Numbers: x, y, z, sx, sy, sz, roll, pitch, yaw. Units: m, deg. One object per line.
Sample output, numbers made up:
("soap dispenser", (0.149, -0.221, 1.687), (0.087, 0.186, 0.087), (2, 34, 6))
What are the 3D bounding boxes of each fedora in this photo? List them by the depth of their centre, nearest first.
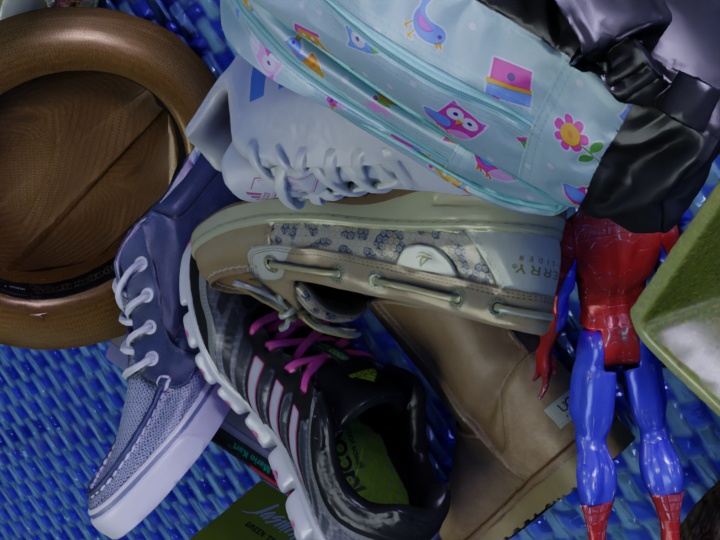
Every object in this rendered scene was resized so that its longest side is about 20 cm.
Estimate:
("fedora", (-0.164, -0.056, 1.061), (0.082, 0.200, 0.201), (-115, 4, -65))

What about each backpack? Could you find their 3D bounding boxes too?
("backpack", (0.044, -0.106, 0.657), (0.200, 0.167, 0.127), (28, 136, 9))

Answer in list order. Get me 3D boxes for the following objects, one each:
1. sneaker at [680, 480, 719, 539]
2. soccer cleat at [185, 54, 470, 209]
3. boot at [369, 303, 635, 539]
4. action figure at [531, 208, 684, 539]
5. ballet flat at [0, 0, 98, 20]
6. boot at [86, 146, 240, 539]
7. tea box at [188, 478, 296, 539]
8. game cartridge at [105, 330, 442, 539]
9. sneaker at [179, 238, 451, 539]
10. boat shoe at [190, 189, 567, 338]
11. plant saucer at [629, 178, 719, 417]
("sneaker", (0.175, 0.158, 0.910), (0.075, 0.071, 0.200), (24, 144, -3))
("soccer cleat", (-0.006, -0.051, 0.790), (0.070, 0.086, 0.200), (52, 167, -27))
("boot", (0.035, 0.035, 0.969), (0.200, 0.066, 0.175), (52, 146, 8))
("action figure", (0.110, 0.038, 0.847), (0.052, 0.065, 0.200), (-105, 10, -73))
("ballet flat", (-0.182, -0.139, 1.082), (0.076, 0.064, 0.200), (35, 144, 30))
("boot", (-0.101, 0.033, 0.997), (0.090, 0.200, 0.073), (39, 157, -14))
("tea box", (-0.057, 0.266, 1.187), (0.134, 0.197, 0.200), (30, 141, 33))
("game cartridge", (-0.038, 0.093, 1.078), (0.200, 0.130, 0.038), (30, 97, 35))
("sneaker", (-0.016, 0.055, 0.931), (0.087, 0.074, 0.200), (-40, 73, 51))
("boat shoe", (0.000, 0.000, 0.849), (0.200, 0.073, 0.063), (-5, 80, 45))
("plant saucer", (0.215, 0.027, 0.720), (0.200, 0.048, 0.200), (45, 148, 14))
